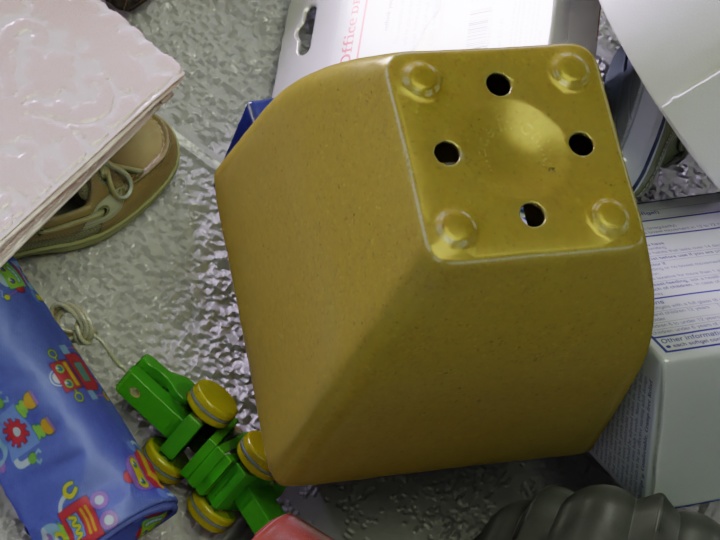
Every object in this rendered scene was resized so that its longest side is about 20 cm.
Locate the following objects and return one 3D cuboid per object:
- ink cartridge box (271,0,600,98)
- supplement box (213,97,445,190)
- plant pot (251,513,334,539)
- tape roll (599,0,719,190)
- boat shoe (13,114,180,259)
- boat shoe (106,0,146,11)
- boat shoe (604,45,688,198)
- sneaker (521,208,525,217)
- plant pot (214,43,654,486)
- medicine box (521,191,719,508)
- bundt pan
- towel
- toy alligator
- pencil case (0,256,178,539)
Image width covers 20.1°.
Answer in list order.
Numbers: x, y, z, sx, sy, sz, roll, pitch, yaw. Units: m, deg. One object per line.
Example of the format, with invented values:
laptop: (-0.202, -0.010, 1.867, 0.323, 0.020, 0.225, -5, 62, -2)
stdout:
ink cartridge box: (0.049, -0.150, 1.292, 0.199, 0.068, 0.117, -7, 58, 29)
supplement box: (0.000, 0.000, 1.218, 0.108, 0.110, 0.201, -12, 69, -21)
plant pot: (-0.005, 0.243, 1.067, 0.195, 0.201, 0.201, 36, 61, 11)
tape roll: (0.215, -0.141, 1.240, 0.071, 0.202, 0.203, -30, 72, 19)
boat shoe: (-0.193, -0.050, 1.208, 0.200, 0.063, 0.073, -22, 74, -24)
boat shoe: (-0.084, -0.227, 1.319, 0.073, 0.075, 0.200, 43, 63, 6)
boat shoe: (0.191, -0.100, 1.315, 0.062, 0.072, 0.200, 33, 36, -7)
sneaker: (0.106, -0.082, 1.301, 0.075, 0.088, 0.201, 15, 64, -12)
plant pot: (0.050, -0.018, 1.065, 0.193, 0.200, 0.196, -5, 68, -19)
medicine box: (0.208, 0.040, 1.210, 0.181, 0.103, 0.200, -7, 27, -20)
bundt pan: (0.144, 0.191, 1.131, 0.201, 0.202, 0.076, 26, 50, -4)
towel: (-0.233, -0.107, 1.154, 0.200, 0.032, 0.191, 39, 66, 13)
toy alligator: (-0.101, 0.087, 1.183, 0.200, 0.059, 0.054, 45, 19, 9)
pencil case: (-0.186, 0.080, 1.143, 0.200, 0.087, 0.078, 55, 25, 11)
